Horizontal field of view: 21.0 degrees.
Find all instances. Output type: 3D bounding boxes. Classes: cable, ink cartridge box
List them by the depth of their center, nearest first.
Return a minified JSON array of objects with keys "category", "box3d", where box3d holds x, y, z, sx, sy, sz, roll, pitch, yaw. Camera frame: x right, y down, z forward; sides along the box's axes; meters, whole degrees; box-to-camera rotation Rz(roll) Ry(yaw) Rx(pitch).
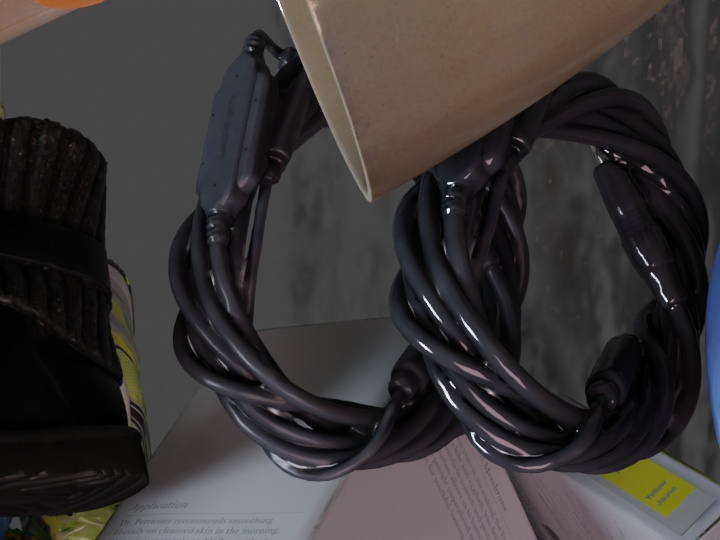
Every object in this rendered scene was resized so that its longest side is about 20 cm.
[{"category":"cable","box3d":[0.085,0.003,0.817,0.051,0.201,0.163,-23,132,40]},{"category":"cable","box3d":[0.000,0.000,0.821,0.162,0.202,0.051,22,148,-27]},{"category":"ink cartridge box","box3d":[0.148,0.151,0.907,0.047,0.200,0.198,-39,117,-9]}]

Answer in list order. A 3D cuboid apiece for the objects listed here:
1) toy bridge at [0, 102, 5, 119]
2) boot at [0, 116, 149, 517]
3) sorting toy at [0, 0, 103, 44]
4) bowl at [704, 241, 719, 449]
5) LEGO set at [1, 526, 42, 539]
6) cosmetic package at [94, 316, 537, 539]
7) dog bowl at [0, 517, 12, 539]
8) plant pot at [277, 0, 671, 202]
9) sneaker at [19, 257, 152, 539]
[{"category":"toy bridge","box3d":[-0.245,-0.036,0.837,0.198,0.027,0.067,-6,151,-15]},{"category":"boot","box3d":[-0.175,0.012,0.754,0.079,0.159,0.210,-23,160,32]},{"category":"sorting toy","box3d":[-0.159,-0.123,0.738,0.184,0.200,0.037,-23,73,7]},{"category":"bowl","box3d":[0.218,0.047,0.859,0.039,0.201,0.201,-11,126,42]},{"category":"LEGO set","box3d":[-0.155,0.225,0.927,0.153,0.117,0.200,-18,129,37]},{"category":"cosmetic package","box3d":[-0.013,0.161,0.868,0.122,0.200,0.201,-5,123,33]},{"category":"dog bowl","box3d":[-0.243,0.097,0.873,0.198,0.113,0.050,-10,163,14]},{"category":"plant pot","box3d":[0.060,-0.149,0.723,0.198,0.188,0.189,-22,118,-2]},{"category":"sneaker","box3d":[-0.132,0.093,0.905,0.075,0.077,0.202,-8,121,-3]}]
